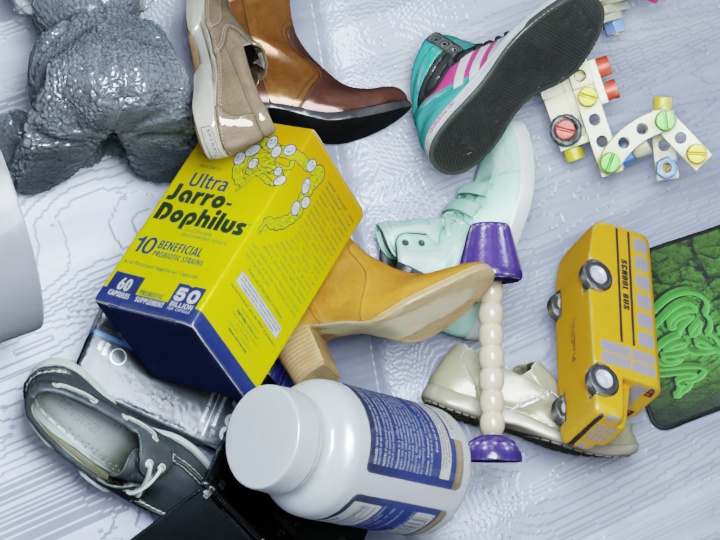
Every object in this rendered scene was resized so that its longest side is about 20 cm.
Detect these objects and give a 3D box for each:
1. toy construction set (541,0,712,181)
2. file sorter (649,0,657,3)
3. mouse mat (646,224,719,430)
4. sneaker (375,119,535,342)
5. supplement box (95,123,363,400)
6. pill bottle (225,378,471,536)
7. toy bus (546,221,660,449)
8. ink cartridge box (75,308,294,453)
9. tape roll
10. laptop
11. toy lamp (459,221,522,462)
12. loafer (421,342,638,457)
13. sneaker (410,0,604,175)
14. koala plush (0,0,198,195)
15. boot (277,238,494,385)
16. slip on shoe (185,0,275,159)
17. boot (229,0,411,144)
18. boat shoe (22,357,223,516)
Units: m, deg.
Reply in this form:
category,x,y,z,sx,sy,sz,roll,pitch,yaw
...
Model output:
category,x,y,z,sx,sy,sz,roll,pitch,yaw
toy construction set,0.225,-0.167,1.824,0.130,0.092,0.202,-19,77,7
file sorter,0.218,-0.367,1.813,0.199,0.126,0.140,27,47,-9
mouse mat,0.330,0.042,1.860,0.198,0.008,0.162,-18,86,-16
sneaker,0.079,-0.050,1.770,0.117,0.074,0.202,18,79,-18
supplement box,-0.104,-0.013,1.647,0.201,0.108,0.110,-59,140,-25
pill bottle,-0.011,0.149,1.636,0.199,0.110,0.112,18,74,-46
toy bus,0.211,0.058,1.749,0.078,0.065,0.201,17,51,-21
ink cartridge box,-0.138,0.092,1.710,0.199,0.039,0.100,24,74,-10
tape roll,-0.313,-0.039,1.600,0.066,0.200,0.202,-18,85,-17
laptop,-0.099,0.218,1.678,0.177,0.103,0.201,49,46,-28
toy lamp,0.109,0.060,1.709,0.058,0.058,0.202,4,81,-14
loafer,0.154,0.114,1.764,0.198,0.076,0.069,17,82,-11
sneaker,0.117,-0.185,1.779,0.200,0.121,0.084,-44,127,7
koala plush,-0.220,-0.191,1.679,0.176,0.184,0.202,-6,70,-16
boot,0.000,0.001,1.702,0.200,0.071,0.145,-28,58,5
slip on shoe,-0.105,-0.170,1.660,0.060,0.076,0.201,-14,39,7
boot,-0.060,-0.210,1.784,0.186,0.069,0.202,-8,75,-9
boat shoe,-0.195,0.152,1.655,0.199,0.060,0.076,35,104,-12
